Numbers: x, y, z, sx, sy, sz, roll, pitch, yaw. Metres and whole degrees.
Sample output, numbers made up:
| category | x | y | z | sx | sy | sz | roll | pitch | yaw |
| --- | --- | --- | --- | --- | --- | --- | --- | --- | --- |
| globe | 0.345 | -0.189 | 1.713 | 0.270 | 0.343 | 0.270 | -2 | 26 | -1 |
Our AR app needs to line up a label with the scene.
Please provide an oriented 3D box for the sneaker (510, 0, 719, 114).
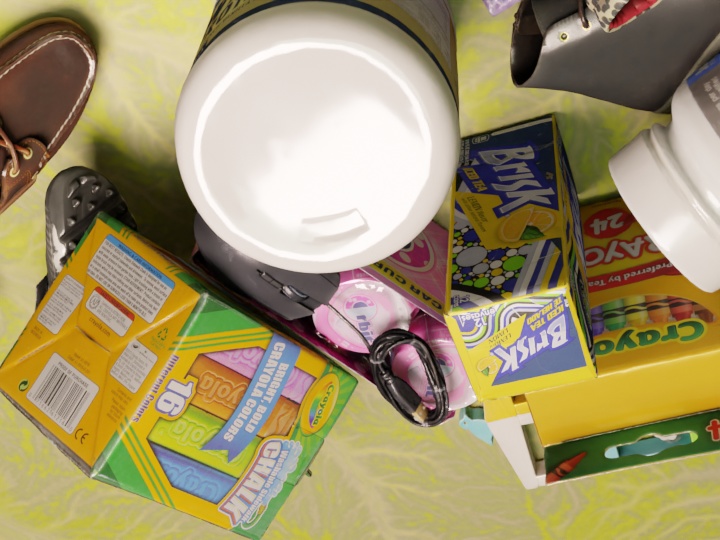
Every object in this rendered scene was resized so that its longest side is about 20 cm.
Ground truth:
| category | x | y | z | sx | sy | sz | roll | pitch | yaw |
| --- | --- | --- | --- | --- | --- | --- | --- | --- | --- |
| sneaker | 0.155 | -0.161 | 0.786 | 0.106 | 0.075 | 0.200 | 1 | 140 | -16 |

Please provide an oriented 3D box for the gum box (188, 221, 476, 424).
| category | x | y | z | sx | sy | sz | roll | pitch | yaw |
| --- | --- | --- | --- | --- | --- | --- | --- | --- | --- |
| gum box | 0.000 | 0.000 | 0.907 | 0.200 | 0.114 | 0.066 | 35 | 117 | -16 |

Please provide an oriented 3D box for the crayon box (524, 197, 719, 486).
| category | x | y | z | sx | sy | sz | roll | pitch | yaw |
| --- | --- | --- | --- | --- | --- | --- | --- | --- | --- |
| crayon box | 0.159 | 0.031 | 0.861 | 0.126 | 0.200 | 0.051 | -14 | 125 | 12 |

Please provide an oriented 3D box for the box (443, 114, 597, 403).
| category | x | y | z | sx | sy | sz | roll | pitch | yaw |
| --- | --- | --- | --- | --- | --- | --- | --- | --- | --- |
| box | 0.092 | -0.013 | 0.842 | 0.070 | 0.200 | 0.064 | -14 | 120 | 13 |

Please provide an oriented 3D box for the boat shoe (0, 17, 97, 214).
| category | x | y | z | sx | sy | sz | roll | pitch | yaw |
| --- | --- | --- | --- | --- | --- | --- | --- | --- | --- |
| boat shoe | -0.228 | -0.065 | 0.874 | 0.070 | 0.070 | 0.200 | 40 | 92 | -28 |

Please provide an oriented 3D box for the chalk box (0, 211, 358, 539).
| category | x | y | z | sx | sy | sz | roll | pitch | yaw |
| --- | --- | --- | --- | --- | --- | --- | --- | --- | --- |
| chalk box | -0.097 | 0.075 | 0.897 | 0.200 | 0.125 | 0.124 | 33 | 89 | -49 |

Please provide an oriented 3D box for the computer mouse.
| category | x | y | z | sx | sy | sz | roll | pitch | yaw |
| --- | --- | --- | --- | --- | --- | --- | --- | --- | --- |
| computer mouse | -0.019 | 0.028 | 0.839 | 0.059 | 0.034 | 0.200 | -40 | 111 | 23 |

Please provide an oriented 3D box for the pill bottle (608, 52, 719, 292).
| category | x | y | z | sx | sy | sz | roll | pitch | yaw |
| --- | --- | --- | --- | --- | --- | --- | --- | --- | --- |
| pill bottle | 0.240 | -0.083 | 0.778 | 0.200 | 0.114 | 0.114 | -38 | 112 | 20 |

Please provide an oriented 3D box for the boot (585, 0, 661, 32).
| category | x | y | z | sx | sy | sz | roll | pitch | yaw |
| --- | --- | --- | --- | --- | --- | --- | --- | --- | --- |
| boot | 0.151 | -0.233 | 0.715 | 0.203 | 0.073 | 0.154 | -39 | 77 | 23 |

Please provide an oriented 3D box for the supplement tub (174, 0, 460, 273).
| category | x | y | z | sx | sy | sz | roll | pitch | yaw |
| --- | --- | --- | --- | --- | --- | --- | --- | --- | --- |
| supplement tub | -0.018 | -0.104 | 0.794 | 0.144 | 0.200 | 0.145 | 1 | 119 | 2 |

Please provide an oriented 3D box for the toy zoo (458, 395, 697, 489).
| category | x | y | z | sx | sy | sz | roll | pitch | yaw |
| --- | --- | --- | --- | --- | --- | --- | --- | --- | --- |
| toy zoo | 0.164 | 0.082 | 0.998 | 0.199 | 0.020 | 0.132 | -13 | 119 | 11 |

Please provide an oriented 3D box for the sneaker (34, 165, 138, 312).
| category | x | y | z | sx | sy | sz | roll | pitch | yaw |
| --- | --- | --- | --- | --- | --- | --- | --- | --- | --- |
| sneaker | -0.182 | 0.018 | 0.948 | 0.090 | 0.066 | 0.201 | 17 | 134 | 34 |

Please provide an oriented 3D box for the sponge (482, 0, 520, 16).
| category | x | y | z | sx | sy | sz | roll | pitch | yaw |
| --- | --- | --- | --- | --- | --- | --- | --- | --- | --- |
| sponge | 0.132 | -0.236 | 0.804 | 0.199 | 0.030 | 0.112 | -26 | 116 | 19 |
